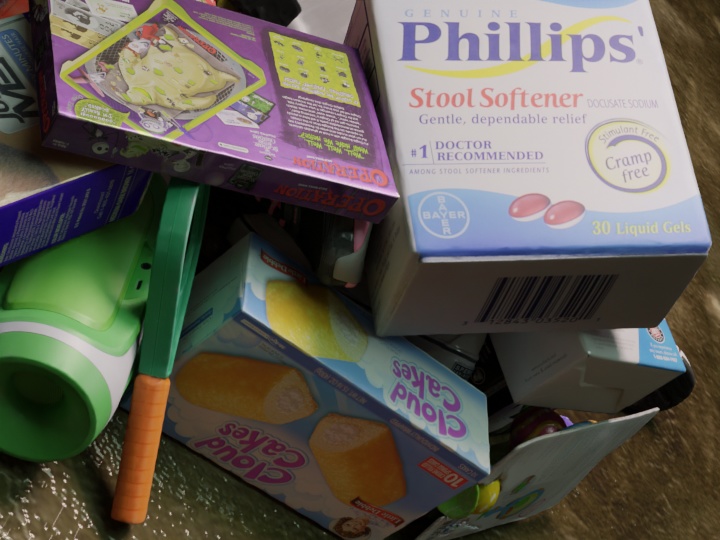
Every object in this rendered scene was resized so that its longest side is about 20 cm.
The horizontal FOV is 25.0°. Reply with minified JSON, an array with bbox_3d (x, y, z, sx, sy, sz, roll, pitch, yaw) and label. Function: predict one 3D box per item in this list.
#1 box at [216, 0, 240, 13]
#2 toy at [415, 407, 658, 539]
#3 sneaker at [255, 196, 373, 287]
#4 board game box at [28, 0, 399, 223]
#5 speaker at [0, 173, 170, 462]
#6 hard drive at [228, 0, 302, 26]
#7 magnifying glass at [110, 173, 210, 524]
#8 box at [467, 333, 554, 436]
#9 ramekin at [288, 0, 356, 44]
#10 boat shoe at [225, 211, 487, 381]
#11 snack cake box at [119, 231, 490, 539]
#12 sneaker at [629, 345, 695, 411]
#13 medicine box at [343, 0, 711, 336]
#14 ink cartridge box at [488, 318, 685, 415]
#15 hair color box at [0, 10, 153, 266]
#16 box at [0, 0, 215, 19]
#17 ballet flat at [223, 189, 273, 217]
[{"bbox_3d":[-0.108,-0.127,1.111,0.050,0.075,0.201,38,35,-23],"label":"box"},{"bbox_3d":[0.112,0.127,1.110,0.047,0.115,0.199,53,30,18],"label":"toy"},{"bbox_3d":[-0.050,-0.062,0.973,0.094,0.080,0.201,-1,40,-19],"label":"sneaker"},{"bbox_3d":[-0.079,-0.096,0.876,0.198,0.032,0.121,13,41,-29],"label":"board game box"},{"bbox_3d":[-0.156,0.010,0.900,0.088,0.088,0.201,40,33,-21],"label":"speaker"},{"bbox_3d":[-0.117,-0.238,1.063,0.139,0.033,0.200,40,11,-32],"label":"hard drive"},{"bbox_3d":[-0.107,0.036,0.879,0.022,0.202,0.080,12,2,0],"label":"magnifying glass"},{"bbox_3d":[0.083,0.032,1.164,0.199,0.124,0.150,-1,61,-54],"label":"box"},{"bbox_3d":[0.014,-0.155,1.147,0.203,0.094,0.203,56,9,-14],"label":"ramekin"},{"bbox_3d":[0.000,0.000,1.058,0.199,0.066,0.072,30,7,32],"label":"boat shoe"},{"bbox_3d":[-0.030,0.078,0.974,0.199,0.115,0.068,35,35,-28],"label":"snack cake box"},{"bbox_3d":[0.205,0.032,1.381,0.199,0.076,0.116,34,33,-29],"label":"sneaker"},{"bbox_3d":[0.091,-0.071,0.979,0.180,0.103,0.202,-2,62,-13],"label":"medicine box"},{"bbox_3d":[0.125,-0.011,1.079,0.115,0.068,0.201,12,52,-46],"label":"ink cartridge box"},{"bbox_3d":[-0.215,-0.055,0.826,0.199,0.065,0.110,-26,70,-35],"label":"hair color box"},{"bbox_3d":[-0.155,-0.170,1.009,0.103,0.095,0.200,42,11,-19],"label":"box"},{"bbox_3d":[-0.032,-0.065,1.179,0.199,0.046,0.068,15,48,-47],"label":"ballet flat"}]
